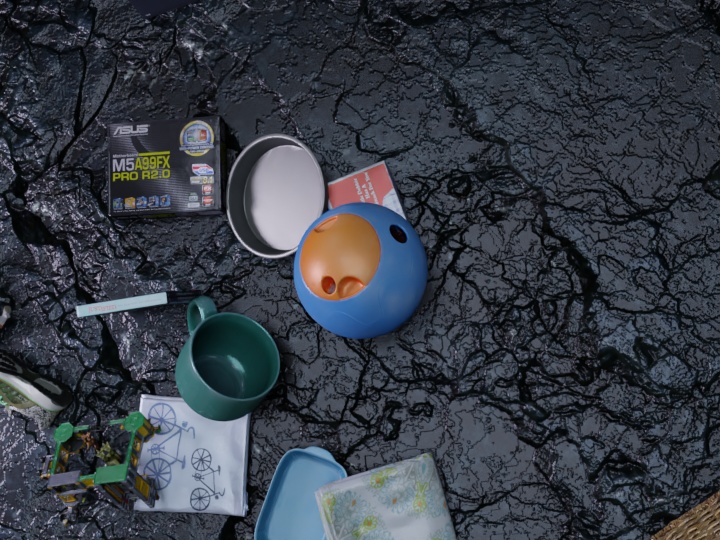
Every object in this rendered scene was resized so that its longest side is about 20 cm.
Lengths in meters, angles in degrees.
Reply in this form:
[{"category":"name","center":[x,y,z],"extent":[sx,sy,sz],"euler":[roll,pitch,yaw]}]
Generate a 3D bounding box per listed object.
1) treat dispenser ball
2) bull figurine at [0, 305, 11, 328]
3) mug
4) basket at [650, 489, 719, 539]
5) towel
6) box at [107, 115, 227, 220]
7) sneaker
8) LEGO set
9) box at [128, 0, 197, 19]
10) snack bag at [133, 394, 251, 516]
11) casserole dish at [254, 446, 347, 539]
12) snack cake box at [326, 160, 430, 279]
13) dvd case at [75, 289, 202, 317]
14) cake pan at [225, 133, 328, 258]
[{"category":"treat dispenser ball","center":[0.000,0.000,1.532],"extent":[0.199,0.201,0.203],"euler":[-1,83,8]},{"category":"bull figurine","center":[-0.672,0.033,1.750],"extent":[0.121,0.065,0.201],"euler":[-33,87,36]},{"category":"mug","center":[-0.216,0.148,1.648],"extent":[0.151,0.115,0.186],"euler":[16,52,-19]},{"category":"basket","center":[0.566,0.431,1.541],"extent":[0.199,0.149,0.143],"euler":[-36,113,3]},{"category":"towel","center":[0.041,0.394,1.606],"extent":[0.198,0.048,0.173],"euler":[-16,89,-5]},{"category":"box","center":[-0.326,-0.172,1.744],"extent":[0.198,0.044,0.162],"euler":[-2,84,8]},{"category":"sneaker","center":[-0.584,0.201,1.722],"extent":[0.199,0.077,0.089],"euler":[30,105,3]},{"category":"LEGO set","center":[-0.405,0.320,1.673],"extent":[0.198,0.116,0.155],"euler":[-16,48,10]},{"category":"box","center":[-0.365,-0.549,1.715],"extent":[0.103,0.200,0.184],"euler":[-17,82,5]},{"category":"snack bag","center":[-0.273,0.301,1.694],"extent":[0.198,0.021,0.190],"euler":[1,84,9]},{"category":"casserole dish","center":[-0.092,0.379,1.651],"extent":[0.120,0.039,0.202],"euler":[19,86,10]},{"category":"snack cake box","center":[0.025,-0.061,1.671],"extent":[0.114,0.067,0.202],"euler":[-21,81,7]},{"category":"dvd case","center":[-0.346,0.051,1.642],"extent":[0.145,0.200,0.022],"euler":[-9,88,6]},{"category":"cake pan","center":[-0.131,-0.120,1.680],"extent":[0.199,0.037,0.202],"euler":[0,90,32]}]
